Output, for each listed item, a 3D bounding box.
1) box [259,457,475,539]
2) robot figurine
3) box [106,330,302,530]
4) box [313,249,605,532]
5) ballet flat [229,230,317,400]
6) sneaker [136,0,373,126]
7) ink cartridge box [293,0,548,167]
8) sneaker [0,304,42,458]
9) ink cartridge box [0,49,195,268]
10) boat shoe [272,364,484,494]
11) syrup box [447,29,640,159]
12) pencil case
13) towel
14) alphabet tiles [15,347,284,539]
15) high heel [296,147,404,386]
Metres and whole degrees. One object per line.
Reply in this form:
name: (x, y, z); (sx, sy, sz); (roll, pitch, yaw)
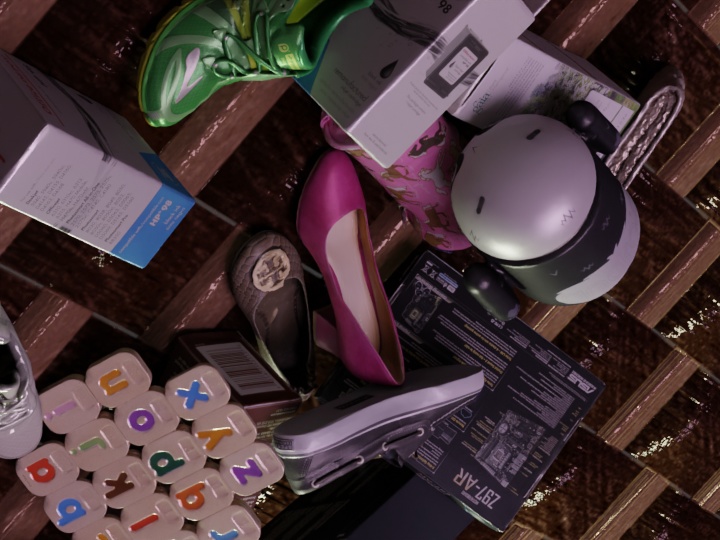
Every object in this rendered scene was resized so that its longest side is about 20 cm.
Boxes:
box: (-0.005, 0.235, 1.895); (0.141, 0.079, 0.200); (-19, -170, 36)
robot figurine: (0.149, -0.046, 1.722); (0.125, 0.150, 0.200); (-13, 155, 22)
box: (-0.134, 0.160, 1.805); (0.075, 0.100, 0.200); (-4, 129, -46)
box: (0.087, 0.104, 1.860); (0.160, 0.200, 0.044); (-54, -176, -8)
ballet flat: (-0.066, 0.045, 1.802); (0.067, 0.046, 0.200); (-28, 140, -19)
sneaker: (-0.077, -0.171, 1.558); (0.200, 0.084, 0.074); (-38, 142, -5)
ink cartridge box: (0.044, -0.191, 1.607); (0.200, 0.116, 0.067); (-46, 141, 4)
sneaker: (-0.280, 0.087, 1.632); (0.075, 0.081, 0.200); (-31, 142, -17)
ink cartridge box: (-0.220, -0.087, 1.488); (0.067, 0.116, 0.200); (-50, 142, 10)
boat shoe: (0.020, 0.134, 1.779); (0.200, 0.070, 0.066); (-20, 106, -32)
syrup box: (0.133, -0.151, 1.761); (0.200, 0.081, 0.079); (19, 110, -48)
pencil case: (0.043, -0.090, 1.739); (0.087, 0.083, 0.200); (-43, 143, 1)
towel: (0.220, -0.089, 1.880); (0.200, 0.034, 0.133); (-57, -179, 16)
alphabet tiles: (-0.170, 0.158, 1.737); (0.196, 0.015, 0.200); (-28, 109, 16)
high heel: (0.000, 0.000, 1.758); (0.067, 0.096, 0.200); (-22, 126, -39)
